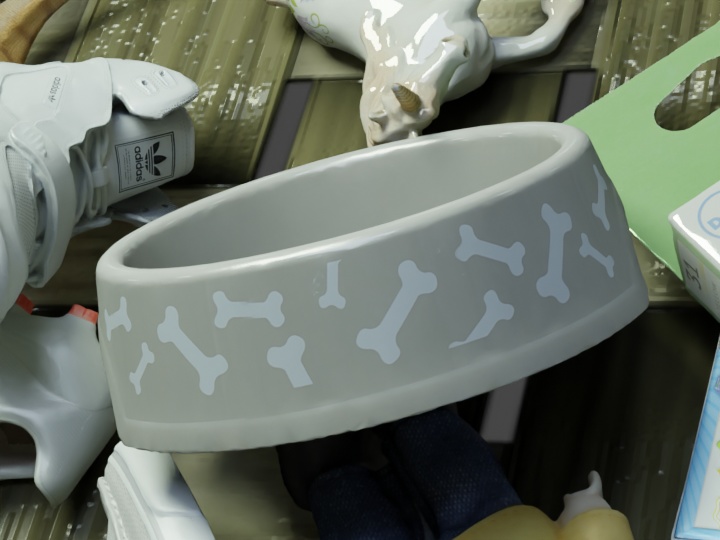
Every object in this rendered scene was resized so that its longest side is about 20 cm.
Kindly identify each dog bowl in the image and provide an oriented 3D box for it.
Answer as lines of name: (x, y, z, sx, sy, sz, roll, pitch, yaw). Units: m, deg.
dog bowl: (0.000, 0.000, 0.753, 0.199, 0.059, 0.200, -15, 11, 3)

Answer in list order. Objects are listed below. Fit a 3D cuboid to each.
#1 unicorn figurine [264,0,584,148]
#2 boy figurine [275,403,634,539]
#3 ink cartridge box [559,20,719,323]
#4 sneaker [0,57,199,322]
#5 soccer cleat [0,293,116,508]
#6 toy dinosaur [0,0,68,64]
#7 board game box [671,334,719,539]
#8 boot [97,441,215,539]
unicorn figurine: (0.024, -0.109, 0.912, 0.137, 0.074, 0.200, -41, 33, -16)
boy figurine: (0.037, 0.115, 0.710, 0.124, 0.065, 0.200, -26, 44, -7)
ink cartridge box: (0.168, -0.042, 0.763, 0.145, 0.048, 0.200, -33, 50, -9)
sneaker: (-0.117, -0.038, 0.850, 0.115, 0.075, 0.200, -2, 23, -12)
soccer cleat: (-0.187, 0.043, 0.852, 0.199, 0.069, 0.078, 8, 57, 22)
toy dinosaur: (-0.176, -0.090, 0.978, 0.106, 0.060, 0.200, 29, 69, 3)
board game box: (0.214, 0.052, 0.719, 0.199, 0.034, 0.135, 4, 52, 23)
boot: (-0.079, 0.143, 0.717, 0.095, 0.074, 0.200, -20, 47, -7)
